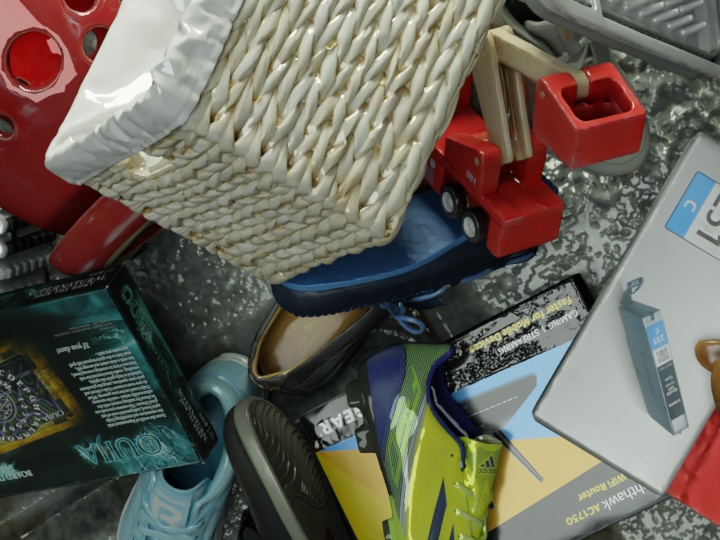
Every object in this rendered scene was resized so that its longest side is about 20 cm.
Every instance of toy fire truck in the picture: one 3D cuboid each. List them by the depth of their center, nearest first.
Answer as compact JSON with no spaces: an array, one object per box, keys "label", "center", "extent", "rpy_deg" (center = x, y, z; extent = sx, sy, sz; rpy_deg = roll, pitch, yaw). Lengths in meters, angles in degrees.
[{"label":"toy fire truck","center":[0.081,-0.089,1.326],"extent":[0.200,0.048,0.142],"rpy_deg":[50,145,40]}]

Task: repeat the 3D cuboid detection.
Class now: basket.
[{"label":"basket","center":[-0.045,-0.116,1.253],"extent":[0.160,0.198,0.201],"rpy_deg":[32,71,-17]}]

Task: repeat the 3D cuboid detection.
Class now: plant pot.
[{"label":"plant pot","center":[-0.165,-0.113,1.410],"extent":[0.200,0.200,0.183],"rpy_deg":[-43,89,14]}]

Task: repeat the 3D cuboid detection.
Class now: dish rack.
[{"label":"dish rack","center":[0.144,-0.200,1.321],"extent":[0.043,0.199,0.173],"rpy_deg":[-21,66,40]}]

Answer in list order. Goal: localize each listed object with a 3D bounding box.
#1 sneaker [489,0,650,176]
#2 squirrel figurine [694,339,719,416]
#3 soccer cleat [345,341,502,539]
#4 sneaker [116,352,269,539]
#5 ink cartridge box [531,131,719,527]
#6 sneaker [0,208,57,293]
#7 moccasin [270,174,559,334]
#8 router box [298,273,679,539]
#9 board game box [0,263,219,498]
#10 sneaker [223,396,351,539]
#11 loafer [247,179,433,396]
[{"label":"sneaker","center":[0.115,-0.132,1.361],"extent":[0.076,0.092,0.200],"rpy_deg":[-40,110,-5]},{"label":"squirrel figurine","center":[0.274,0.020,1.287],"extent":[0.186,0.142,0.200],"rpy_deg":[-28,132,9]},{"label":"soccer cleat","center":[0.053,0.140,1.390],"extent":[0.083,0.065,0.202],"rpy_deg":[-17,93,6]},{"label":"sneaker","center":[-0.123,0.149,1.481],"extent":[0.073,0.082,0.202],"rpy_deg":[20,99,13]},{"label":"ink cartridge box","center":[0.226,0.047,1.372],"extent":[0.175,0.045,0.201],"rpy_deg":[30,90,3]},{"label":"sneaker","center":[-0.249,0.011,1.511],"extent":[0.080,0.075,0.202],"rpy_deg":[6,96,23]},{"label":"moccasin","center":[0.039,-0.002,1.384],"extent":[0.081,0.199,0.069],"rpy_deg":[49,147,44]},{"label":"router box","center":[0.083,0.112,1.439],"extent":[0.199,0.051,0.150],"rpy_deg":[-28,88,13]},{"label":"board game box","center":[-0.201,0.075,1.436],"extent":[0.199,0.028,0.136],"rpy_deg":[-12,118,30]},{"label":"sneaker","center":[-0.066,0.179,1.450],"extent":[0.105,0.075,0.201],"rpy_deg":[-17,112,18]},{"label":"loafer","center":[0.000,0.000,1.441],"extent":[0.073,0.072,0.201],"rpy_deg":[36,102,10]}]
